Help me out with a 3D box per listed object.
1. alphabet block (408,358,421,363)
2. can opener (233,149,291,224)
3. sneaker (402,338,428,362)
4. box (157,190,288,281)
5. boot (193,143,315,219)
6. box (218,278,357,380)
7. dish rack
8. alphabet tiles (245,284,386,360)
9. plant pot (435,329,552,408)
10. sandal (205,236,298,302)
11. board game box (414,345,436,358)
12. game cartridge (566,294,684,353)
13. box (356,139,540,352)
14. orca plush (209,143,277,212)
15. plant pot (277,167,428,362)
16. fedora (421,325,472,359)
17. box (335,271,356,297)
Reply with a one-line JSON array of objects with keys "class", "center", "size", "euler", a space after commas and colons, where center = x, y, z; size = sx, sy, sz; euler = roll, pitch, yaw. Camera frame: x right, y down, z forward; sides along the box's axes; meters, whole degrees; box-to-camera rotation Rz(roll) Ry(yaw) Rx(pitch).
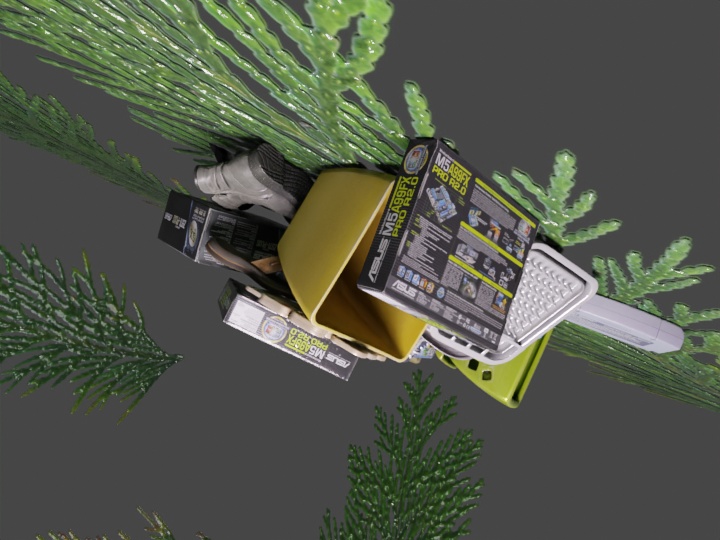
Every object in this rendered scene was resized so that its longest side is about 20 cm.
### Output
[{"class": "alphabet block", "center": [0.068, 0.079, 1.423], "size": [0.194, 0.198, 0.200], "euler": [22, 174, 13]}, {"class": "can opener", "center": [-0.126, -0.120, 1.036], "size": [0.053, 0.068, 0.199], "euler": [14, 169, 45]}, {"class": "sneaker", "center": [0.082, 0.100, 1.035], "size": [0.196, 0.087, 0.077], "euler": [-3, -175, -11]}, {"class": "box", "center": [-0.210, -0.055, 1.072], "size": [0.198, 0.088, 0.163], "euler": [14, -174, -42]}, {"class": "boot", "center": [-0.149, -0.115, 0.971], "size": [0.129, 0.069, 0.200], "euler": [-11, 149, 27]}, {"class": "box", "center": [-0.111, 0.084, 0.957], "size": [0.198, 0.045, 0.160], "euler": [28, 178, -18]}, {"class": "dish rack", "center": [0.203, 0.039, 0.870], "size": [0.170, 0.200, 0.044], "euler": [27, -147, -33]}, {"class": "alphabet tiles", "center": [-0.059, 0.069, 0.884], "size": [0.194, 0.015, 0.200], "euler": [29, 180, 22]}, {"class": "plant pot", "center": [0.259, 0.135, 1.256], "size": [0.179, 0.202, 0.200], "euler": [25, 175, 22]}, {"class": "sandal", "center": [-0.130, -0.005, 0.930], "size": [0.198, 0.055, 0.082], "euler": [30, -178, 6]}, {"class": "board game box", "center": [0.053, 0.088, 1.141], "size": [0.196, 0.063, 0.201], "euler": [-3, 144, -13]}, {"class": "game cartridge", "center": [0.397, 0.077, 1.015], "size": [0.197, 0.042, 0.133], "euler": [21, 169, 11]}, {"class": "box", "center": [0.102, -0.020, 0.685], "size": [0.198, 0.163, 0.044], "euler": [27, 170, -40]}, {"class": "orca plush", "center": [-0.186, -0.135, 1.093], "size": [0.104, 0.072, 0.200], "euler": [19, 172, 25]}, {"class": "plant pot", "center": [0.004, -0.027, 0.877], "size": [0.199, 0.202, 0.176], "euler": [28, -174, -44]}, {"class": "fedora", "center": [0.144, 0.024, 0.974], "size": [0.201, 0.175, 0.091], "euler": [51, 146, 15]}, {"class": "box", "center": [0.000, 0.000, 1.036], "size": [0.196, 0.124, 0.048], "euler": [-3, 145, -17]}]
